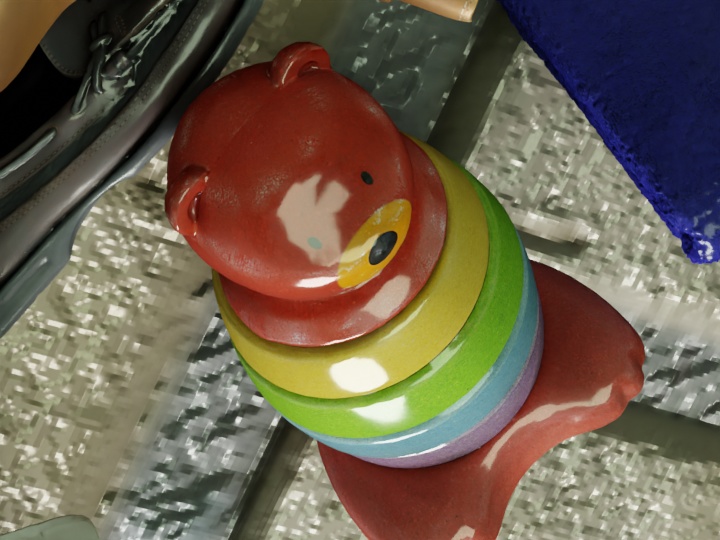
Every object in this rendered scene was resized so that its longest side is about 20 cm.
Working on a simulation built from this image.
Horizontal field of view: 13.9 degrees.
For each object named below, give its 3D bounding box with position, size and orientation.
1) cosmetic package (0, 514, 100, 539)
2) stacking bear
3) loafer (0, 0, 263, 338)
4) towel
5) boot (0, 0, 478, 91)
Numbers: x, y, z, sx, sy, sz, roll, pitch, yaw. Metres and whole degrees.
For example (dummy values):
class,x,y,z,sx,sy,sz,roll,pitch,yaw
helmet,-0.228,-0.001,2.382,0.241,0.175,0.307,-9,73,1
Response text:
class,x,y,z,sx,sy,sz,roll,pitch,yaw
cosmetic package,-0.149,0.216,0.993,0.164,0.165,0.200,-12,148,-22
stacking bear,0.000,0.000,0.995,0.121,0.114,0.200,-45,146,-5
loafer,-0.100,-0.060,0.975,0.063,0.072,0.200,32,101,-32
towel,0.158,-0.107,1.056,0.200,0.148,0.050,-33,164,-8
boot,-0.036,-0.111,0.922,0.155,0.077,0.201,29,73,-4
